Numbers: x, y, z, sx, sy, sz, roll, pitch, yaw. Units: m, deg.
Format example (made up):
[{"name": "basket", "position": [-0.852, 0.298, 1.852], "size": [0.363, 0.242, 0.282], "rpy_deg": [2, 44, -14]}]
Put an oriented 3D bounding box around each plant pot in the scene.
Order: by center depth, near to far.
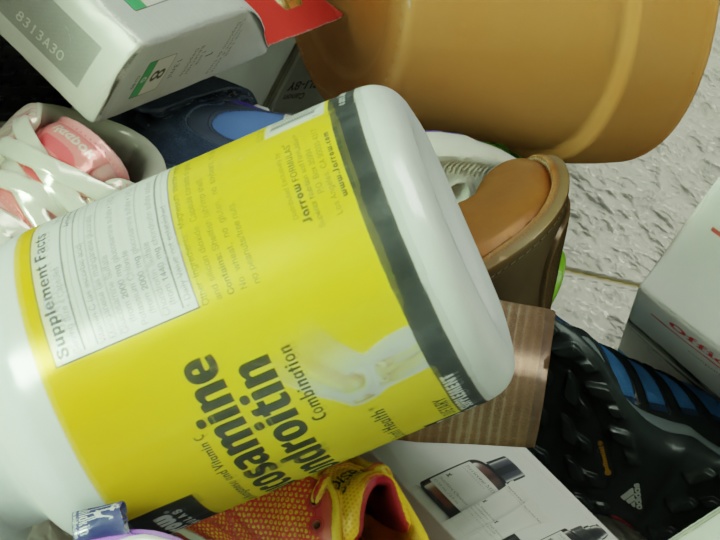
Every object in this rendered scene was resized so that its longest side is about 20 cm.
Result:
[{"name": "plant pot", "position": [0.053, -0.143, 1.009], "size": [0.140, 0.200, 0.200], "rpy_deg": [-7, 44, -24]}]

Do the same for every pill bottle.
[{"name": "pill bottle", "position": [-0.058, 0.025, 0.722], "size": [0.112, 0.200, 0.112], "rpy_deg": [-23, 90, -83]}]

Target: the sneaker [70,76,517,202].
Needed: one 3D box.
[{"name": "sneaker", "position": [-0.034, -0.051, 0.971], "size": [0.200, 0.081, 0.146], "rpy_deg": [-7, 35, -31]}]

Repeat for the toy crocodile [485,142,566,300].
[{"name": "toy crocodile", "position": [0.054, -0.020, 1.062], "size": [0.067, 0.062, 0.200], "rpy_deg": [20, 35, -16]}]

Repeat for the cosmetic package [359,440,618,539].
[{"name": "cosmetic package", "position": [0.031, 0.091, 0.870], "size": [0.200, 0.051, 0.083], "rpy_deg": [44, 31, 22]}]

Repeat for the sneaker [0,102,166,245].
[{"name": "sneaker", "position": [-0.146, -0.009, 0.806], "size": [0.075, 0.105, 0.200], "rpy_deg": [43, 32, 17]}]

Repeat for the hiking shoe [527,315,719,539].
[{"name": "hiking shoe", "position": [0.107, 0.069, 0.970], "size": [0.200, 0.074, 0.087], "rpy_deg": [36, 16, -4]}]

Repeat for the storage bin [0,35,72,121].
[{"name": "storage bin", "position": [-0.195, -0.140, 0.935], "size": [0.200, 0.094, 0.135], "rpy_deg": [-6, 47, -49]}]

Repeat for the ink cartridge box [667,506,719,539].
[{"name": "ink cartridge box", "position": [0.201, 0.177, 0.812], "size": [0.200, 0.084, 0.145], "rpy_deg": [16, 48, -34]}]

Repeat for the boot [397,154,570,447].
[{"name": "boot", "position": [0.000, 0.000, 0.861], "size": [0.155, 0.077, 0.200], "rpy_deg": [10, 34, 3]}]

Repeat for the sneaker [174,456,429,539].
[{"name": "sneaker", "position": [-0.021, 0.085, 0.804], "size": [0.200, 0.077, 0.073], "rpy_deg": [41, 31, 25]}]

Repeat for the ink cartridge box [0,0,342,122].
[{"name": "ink cartridge box", "position": [-0.100, -0.150, 0.901], "size": [0.161, 0.050, 0.200], "rpy_deg": [44, 34, 10]}]

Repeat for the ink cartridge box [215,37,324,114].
[{"name": "ink cartridge box", "position": [-0.054, -0.178, 1.169], "size": [0.200, 0.083, 0.145], "rpy_deg": [45, 33, 23]}]

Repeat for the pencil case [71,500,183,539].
[{"name": "pencil case", "position": [-0.058, 0.166, 0.633], "size": [0.085, 0.084, 0.200], "rpy_deg": [-8, 42, -4]}]

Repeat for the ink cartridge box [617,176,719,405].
[{"name": "ink cartridge box", "position": [0.182, 0.030, 0.976], "size": [0.116, 0.067, 0.200], "rpy_deg": [37, -10, 11]}]
